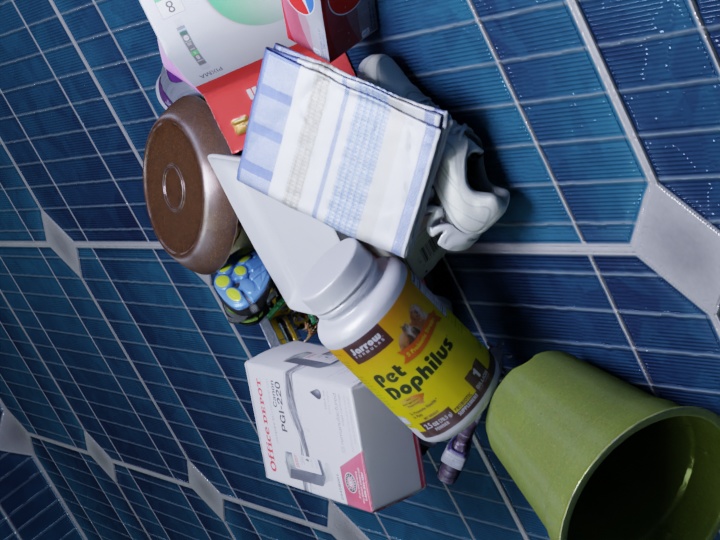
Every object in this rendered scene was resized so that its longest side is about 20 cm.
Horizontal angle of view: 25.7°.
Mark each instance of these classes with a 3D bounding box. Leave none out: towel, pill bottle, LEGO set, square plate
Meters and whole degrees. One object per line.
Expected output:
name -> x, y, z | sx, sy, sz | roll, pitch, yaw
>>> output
towel -> -0.018, -0.113, 1.468 | 0.198, 0.024, 0.148 | 24, 114, 21
pill bottle -> 0.035, 0.064, 1.514 | 0.200, 0.110, 0.109 | 44, 158, -19
LEGO set -> -0.023, 0.088, 1.865 | 0.201, 0.115, 0.154 | 58, 138, 22
square plate -> -0.061, -0.037, 1.623 | 0.199, 0.028, 0.200 | 9, 132, 57

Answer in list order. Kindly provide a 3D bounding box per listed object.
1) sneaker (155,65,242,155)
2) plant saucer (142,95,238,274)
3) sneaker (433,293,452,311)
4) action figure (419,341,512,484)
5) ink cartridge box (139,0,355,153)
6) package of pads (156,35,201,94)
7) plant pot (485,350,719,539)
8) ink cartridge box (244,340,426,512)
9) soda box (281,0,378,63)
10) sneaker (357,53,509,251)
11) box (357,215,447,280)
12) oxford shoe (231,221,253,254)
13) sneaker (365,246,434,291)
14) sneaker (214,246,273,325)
sneaker -> -0.165, -0.181, 1.785 | 0.200, 0.074, 0.088 | 43, 148, 23
plant saucer -> -0.197, -0.094, 1.771 | 0.199, 0.034, 0.203 | 18, 111, 54
sneaker -> 0.058, 0.085, 1.698 | 0.200, 0.072, 0.086 | 106, 167, -68
action figure -> 0.109, 0.134, 1.658 | 0.129, 0.070, 0.201 | 32, 136, 4
ink cartridge box -> -0.107, -0.223, 1.550 | 0.159, 0.050, 0.202 | -20, 108, 17
package of pads -> -0.166, -0.277, 1.659 | 0.120, 0.075, 0.201 | 34, 148, 32
plant pot -> 0.215, 0.169, 1.465 | 0.190, 0.199, 0.202 | 43, 156, 51
ink cartridge box -> -0.030, 0.167, 1.729 | 0.199, 0.084, 0.148 | 9, 113, 53
soda box -> -0.037, -0.292, 1.424 | 0.063, 0.070, 0.201 | 33, 148, 35
sneaker -> 0.069, -0.121, 1.471 | 0.081, 0.075, 0.201 | -35, 85, 40
box -> 0.007, -0.080, 1.588 | 0.199, 0.082, 0.069 | 36, 167, 30
oxford shoe -> -0.111, -0.056, 1.870 | 0.073, 0.071, 0.200 | 34, 159, -7
sneaker -> 0.000, 0.000, 1.705 | 0.199, 0.087, 0.074 | 23, 142, 48
sneaker -> -0.126, 0.023, 1.797 | 0.200, 0.070, 0.084 | -143, 31, -79
